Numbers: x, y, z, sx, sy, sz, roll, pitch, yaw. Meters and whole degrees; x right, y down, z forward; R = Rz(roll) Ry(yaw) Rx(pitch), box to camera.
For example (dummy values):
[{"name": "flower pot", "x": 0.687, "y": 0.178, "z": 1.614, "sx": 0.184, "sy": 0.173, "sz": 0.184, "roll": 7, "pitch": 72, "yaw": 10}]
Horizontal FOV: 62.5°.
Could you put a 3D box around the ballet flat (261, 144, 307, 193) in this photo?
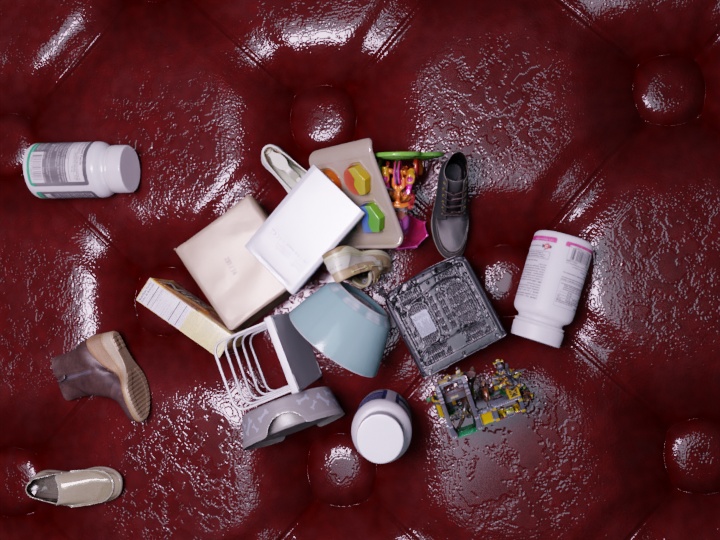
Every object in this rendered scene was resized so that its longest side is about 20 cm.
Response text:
[{"name": "ballet flat", "x": -0.128, "y": -0.183, "z": 1.199, "sx": 0.200, "sy": 0.069, "sz": 0.070, "roll": 42, "pitch": 91, "yaw": 5}]

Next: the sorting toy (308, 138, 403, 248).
[{"name": "sorting toy", "x": -0.016, "y": -0.135, "z": 1.115, "sx": 0.036, "sy": 0.184, "sz": 0.202, "roll": -30, "pitch": 110, "yaw": -35}]

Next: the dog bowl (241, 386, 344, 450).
[{"name": "dog bowl", "x": -0.131, "y": 0.276, "z": 1.114, "sx": 0.198, "sy": 0.200, "sz": 0.059, "roll": -22, "pitch": 72, "yaw": 3}]

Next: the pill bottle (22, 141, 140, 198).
[{"name": "pill bottle", "x": -0.564, "y": -0.205, "z": 1.211, "sx": 0.197, "sy": 0.113, "sz": 0.115, "roll": 0, "pitch": 87, "yaw": 4}]

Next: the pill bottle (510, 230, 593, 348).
[{"name": "pill bottle", "x": 0.358, "y": 0.036, "z": 1.123, "sx": 0.112, "sy": 0.113, "sz": 0.203, "roll": 17, "pitch": 88, "yaw": 5}]

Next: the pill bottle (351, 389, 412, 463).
[{"name": "pill bottle", "x": 0.040, "y": 0.287, "z": 1.091, "sx": 0.109, "sy": 0.200, "sz": 0.113, "roll": 0, "pitch": 86, "yaw": 5}]

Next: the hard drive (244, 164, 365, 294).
[{"name": "hard drive", "x": -0.104, "y": -0.075, "z": 1.096, "sx": 0.132, "sy": 0.025, "sz": 0.200, "roll": 43, "pitch": 98, "yaw": 8}]

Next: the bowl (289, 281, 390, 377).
[{"name": "bowl", "x": -0.023, "y": 0.094, "z": 1.100, "sx": 0.200, "sy": 0.201, "sz": 0.106, "roll": 36, "pitch": 98, "yaw": 6}]

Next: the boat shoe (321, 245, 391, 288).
[{"name": "boat shoe", "x": 0.000, "y": 0.000, "z": 1.117, "sx": 0.073, "sy": 0.199, "sz": 0.067, "roll": -25, "pitch": 74, "yaw": 31}]

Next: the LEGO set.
[{"name": "LEGO set", "x": 0.211, "y": 0.213, "z": 1.105, "sx": 0.198, "sy": 0.154, "sz": 0.117, "roll": -18, "pitch": 103, "yaw": 11}]

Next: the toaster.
[{"name": "toaster", "x": 0.151, "y": 0.079, "z": 1.134, "sx": 0.179, "sy": 0.119, "sz": 0.202, "roll": -28, "pitch": 85, "yaw": 2}]

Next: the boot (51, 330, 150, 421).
[{"name": "boot", "x": -0.532, "y": 0.237, "z": 1.219, "sx": 0.165, "sy": 0.072, "sz": 0.202, "roll": -25, "pitch": 86, "yaw": 15}]

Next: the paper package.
[{"name": "paper package", "x": -0.229, "y": -0.013, "z": 1.179, "sx": 0.190, "sy": 0.103, "sz": 0.201, "roll": -36, "pitch": 84, "yaw": 2}]

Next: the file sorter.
[{"name": "file sorter", "x": -0.170, "y": 0.168, "z": 1.118, "sx": 0.123, "sy": 0.200, "sz": 0.140, "roll": -22, "pitch": 85, "yaw": 7}]

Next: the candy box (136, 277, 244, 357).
[{"name": "candy box", "x": -0.329, "y": 0.092, "z": 1.174, "sx": 0.199, "sy": 0.115, "sz": 0.056, "roll": 33, "pitch": 89, "yaw": 6}]

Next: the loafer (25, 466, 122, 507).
[{"name": "loafer", "x": -0.582, "y": 0.442, "z": 1.198, "sx": 0.197, "sy": 0.068, "sz": 0.077, "roll": -4, "pitch": 86, "yaw": 4}]

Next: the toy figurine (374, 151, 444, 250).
[{"name": "toy figurine", "x": 0.083, "y": -0.130, "z": 1.131, "sx": 0.148, "sy": 0.200, "sz": 0.187, "roll": 1, "pitch": 99, "yaw": 12}]

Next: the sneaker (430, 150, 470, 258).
[{"name": "sneaker", "x": 0.175, "y": -0.125, "z": 1.150, "sx": 0.074, "sy": 0.106, "sz": 0.203, "roll": -1, "pitch": 87, "yaw": 4}]
